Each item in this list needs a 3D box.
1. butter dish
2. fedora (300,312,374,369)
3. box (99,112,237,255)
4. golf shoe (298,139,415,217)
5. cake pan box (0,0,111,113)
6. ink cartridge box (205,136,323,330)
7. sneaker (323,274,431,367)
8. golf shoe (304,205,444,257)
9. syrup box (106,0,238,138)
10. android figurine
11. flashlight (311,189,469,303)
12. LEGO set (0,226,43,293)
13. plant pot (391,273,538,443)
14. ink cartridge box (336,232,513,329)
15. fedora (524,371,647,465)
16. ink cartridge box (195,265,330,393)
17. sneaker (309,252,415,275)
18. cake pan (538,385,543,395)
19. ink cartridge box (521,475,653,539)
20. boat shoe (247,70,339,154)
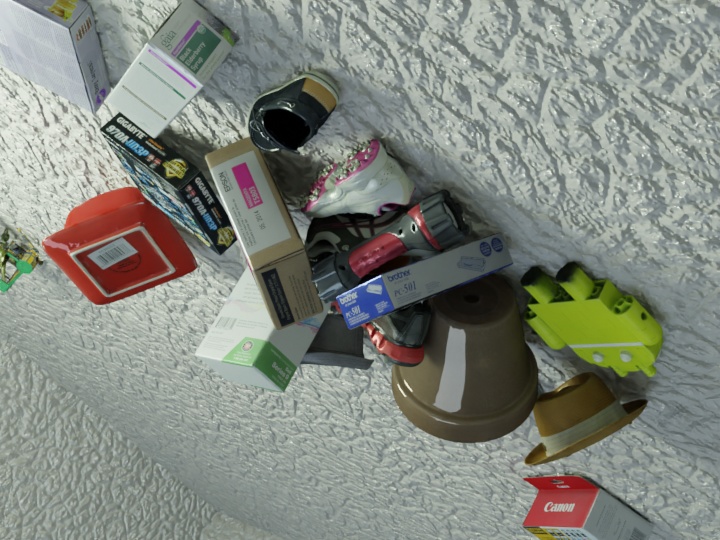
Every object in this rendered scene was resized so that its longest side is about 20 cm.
[{"bbox_3d":[-0.398,-0.065,1.682,0.199,0.148,0.200,-20,142,5],"label":"butter dish"},{"bbox_3d":[-0.070,0.110,1.652,0.199,0.091,0.176,0,171,44],"label":"fedora"},{"bbox_3d":[-0.274,-0.125,1.460,0.200,0.046,0.159,35,162,34],"label":"box"},{"bbox_3d":[-0.007,-0.092,1.245,0.091,0.076,0.200,35,157,-18],"label":"golf shoe"},{"bbox_3d":[-0.427,-0.310,1.335,0.184,0.052,0.200,29,156,10],"label":"cake pan box"},{"bbox_3d":[-0.125,-0.048,1.333,0.165,0.075,0.201,75,171,-59],"label":"ink cartridge box"},{"bbox_3d":[0.021,0.034,1.294,0.071,0.098,0.200,-1,-148,-43],"label":"sneaker"},{"bbox_3d":[0.019,-0.037,1.304,0.199,0.088,0.077,12,149,34],"label":"golf shoe"},{"bbox_3d":[-0.227,-0.236,1.206,0.081,0.079,0.200,38,155,-17],"label":"syrup box"},{"bbox_3d":[0.289,0.067,1.250,0.200,0.041,0.182,44,153,-24],"label":"android figurine"},{"bbox_3d":[0.032,-0.023,1.219,0.199,0.068,0.068,-30,159,21],"label":"flashlight"},{"bbox_3d":[-0.788,-0.059,2.224,0.200,0.116,0.154,33,127,-14],"label":"LEGO set"},{"bbox_3d":[0.142,0.097,1.329,0.199,0.200,0.175,21,137,20],"label":"plant pot"},{"bbox_3d":[0.077,0.011,1.188,0.094,0.199,0.044,-27,84,51],"label":"ink cartridge box"},{"bbox_3d":[0.291,0.192,1.378,0.082,0.200,0.201,63,156,7],"label":"fedora"},{"bbox_3d":[-0.141,0.076,1.572,0.145,0.201,0.088,4,149,44],"label":"ink cartridge box"},{"bbox_3d":[0.000,0.000,1.418,0.199,0.076,0.092,12,155,39],"label":"sneaker"},{"bbox_3d":[0.186,0.173,1.581,0.200,0.037,0.200,25,156,12],"label":"cake pan"},{"bbox_3d":[0.389,0.450,1.828,0.175,0.084,0.200,36,156,-11],"label":"ink cartridge box"},{"bbox_3d":[-0.091,-0.174,1.193,0.075,0.062,0.200,37,157,-18],"label":"boat shoe"}]
